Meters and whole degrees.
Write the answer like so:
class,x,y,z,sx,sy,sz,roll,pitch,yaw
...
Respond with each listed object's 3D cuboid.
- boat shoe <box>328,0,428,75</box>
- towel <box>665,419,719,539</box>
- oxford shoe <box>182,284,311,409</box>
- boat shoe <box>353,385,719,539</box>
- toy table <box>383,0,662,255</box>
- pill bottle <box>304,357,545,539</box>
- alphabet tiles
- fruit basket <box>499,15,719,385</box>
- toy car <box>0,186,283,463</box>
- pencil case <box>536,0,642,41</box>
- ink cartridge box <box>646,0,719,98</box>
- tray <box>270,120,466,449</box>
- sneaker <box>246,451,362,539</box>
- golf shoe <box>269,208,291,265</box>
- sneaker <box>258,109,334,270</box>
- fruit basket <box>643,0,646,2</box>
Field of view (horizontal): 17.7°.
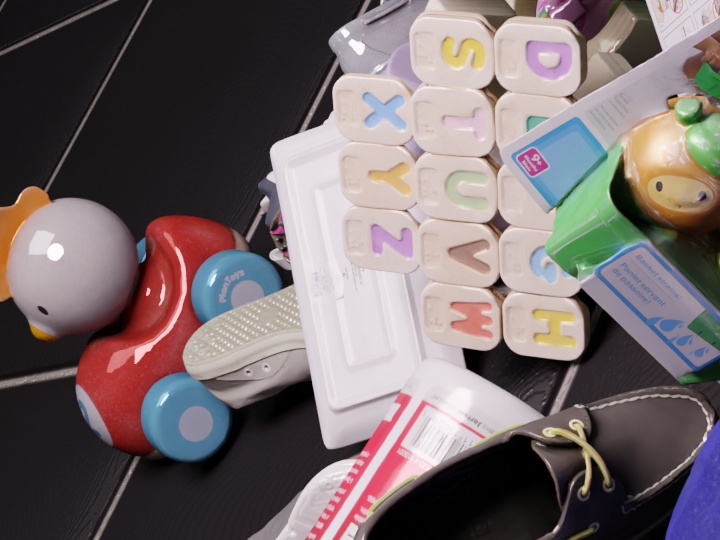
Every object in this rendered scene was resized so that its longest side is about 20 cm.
class,x,y,z,sx,sy,sz,roll,pitch,yaw
boat shoe,0.046,-0.182,1.587,0.070,0.072,0.201,-37,4,42
towel,0.189,0.151,0.996,0.148,0.049,0.200,-61,25,0
oxford shoe,-0.024,0.043,1.515,0.200,0.058,0.075,-19,32,29
boat shoe,0.088,0.108,1.114,0.201,0.072,0.061,-25,-18,-8
toy table,0.097,-0.106,1.332,0.200,0.184,0.117,47,130,30
pill bottle,0.027,0.155,1.197,0.200,0.112,0.112,-57,24,-6
alphabet tiles,0.077,-0.044,1.270,0.195,0.201,0.015,7,28,21
fruit basket,0.189,-0.029,1.061,0.200,0.185,0.094,-27,27,46
toy car,-0.189,0.024,1.627,0.177,0.200,0.184,-67,23,-2
pencil case,0.145,-0.196,1.484,0.087,0.087,0.200,-40,28,27
ink cartridge box,0.216,-0.197,1.128,0.084,0.175,0.201,-42,61,62
tray,0.000,0.000,1.404,0.107,0.022,0.201,-20,73,30
sneaker,-0.035,0.175,1.364,0.200,0.077,0.082,-40,0,26
golf shoe,0.039,-0.045,1.464,0.200,0.073,0.092,-11,31,25
sneaker,-0.017,-0.081,1.625,0.129,0.079,0.200,-21,49,37
fruit basket,0.099,-0.214,1.286,0.215,0.156,0.216,-4,67,10
